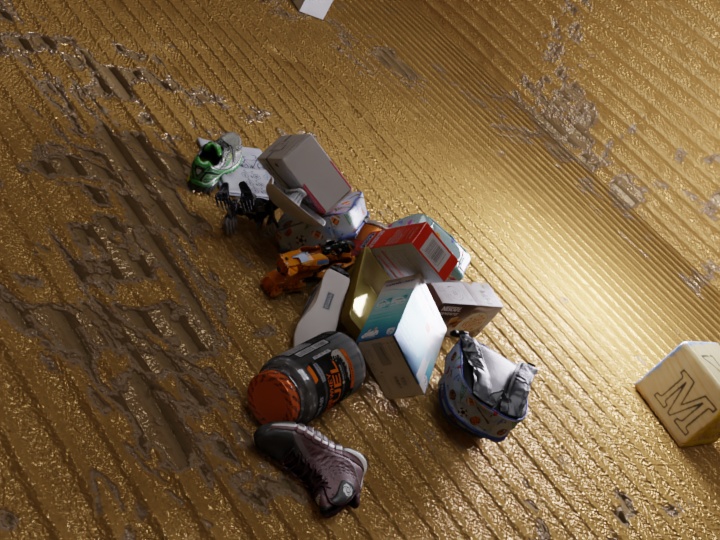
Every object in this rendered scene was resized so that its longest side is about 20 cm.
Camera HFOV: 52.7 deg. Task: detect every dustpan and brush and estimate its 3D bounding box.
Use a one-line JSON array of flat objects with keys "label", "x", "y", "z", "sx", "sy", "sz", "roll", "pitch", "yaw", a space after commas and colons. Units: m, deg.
[{"label": "dustpan and brush", "x": -0.147, "y": -0.150, "z": 1.486, "sx": 0.139, "sy": 0.057, "sz": 0.200, "roll": 39, "pitch": -14, "yaw": -23}]

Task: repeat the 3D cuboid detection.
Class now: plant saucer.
[{"label": "plant saucer", "x": 0.025, "y": 0.088, "z": 1.457, "sx": 0.200, "sy": 0.048, "sz": 0.200, "roll": 54, "pitch": 31, "yaw": -33}]

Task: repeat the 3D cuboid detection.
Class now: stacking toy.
[{"label": "stacking toy", "x": 0.000, "y": 0.000, "z": 1.587, "sx": 0.146, "sy": 0.146, "sz": 0.200, "roll": 31, "pitch": 50, "yaw": -7}]

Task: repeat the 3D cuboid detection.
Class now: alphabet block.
[{"label": "alphabet block", "x": 0.891, "y": 0.323, "z": 1.912, "sx": 0.195, "sy": 0.197, "sz": 0.200, "roll": 5, "pitch": 43, "yaw": -37}]

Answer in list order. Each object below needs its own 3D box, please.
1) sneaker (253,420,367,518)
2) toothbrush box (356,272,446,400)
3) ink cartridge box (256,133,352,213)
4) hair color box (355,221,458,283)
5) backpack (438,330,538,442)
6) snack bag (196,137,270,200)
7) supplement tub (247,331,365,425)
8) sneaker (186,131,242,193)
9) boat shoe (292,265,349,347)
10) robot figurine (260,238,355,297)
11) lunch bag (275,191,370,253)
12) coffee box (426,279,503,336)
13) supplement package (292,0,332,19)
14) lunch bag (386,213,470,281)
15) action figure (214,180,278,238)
[{"label": "sneaker", "x": -0.076, "y": 0.314, "z": 1.126, "sx": 0.199, "sy": 0.076, "sz": 0.116, "roll": 25, "pitch": 37, "yaw": -19}, {"label": "toothbrush box", "x": 0.084, "y": 0.124, "z": 1.396, "sx": 0.147, "sy": 0.085, "sz": 0.200, "roll": 63, "pitch": 30, "yaw": -24}, {"label": "ink cartridge box", "x": -0.120, "y": -0.204, "z": 1.522, "sx": 0.147, "sy": 0.083, "sz": 0.200, "roll": 51, "pitch": -12, "yaw": -21}, {"label": "hair color box", "x": 0.092, "y": -0.030, "z": 1.474, "sx": 0.111, "sy": 0.200, "sz": 0.064, "roll": 48, "pitch": 63, "yaw": -21}, {"label": "backpack", "x": 0.242, "y": 0.243, "z": 1.446, "sx": 0.199, "sy": 0.154, "sz": 0.191, "roll": 25, "pitch": 25, "yaw": -5}, {"label": "snack bag", "x": -0.271, "y": -0.238, "z": 1.708, "sx": 0.188, "sy": 0.021, "sz": 0.200, "roll": 2, "pitch": 45, "yaw": -41}, {"label": "supplement tub", "x": -0.090, "y": 0.186, "z": 1.231, "sx": 0.123, "sy": 0.123, "sz": 0.200, "roll": 45, "pitch": 34, "yaw": 15}, {"label": "sneaker", "x": -0.309, "y": -0.252, "z": 1.599, "sx": 0.078, "sy": 0.085, "sz": 0.200, "roll": 24, "pitch": 41, "yaw": -2}, {"label": "boat shoe", "x": -0.079, "y": 0.095, "z": 1.417, "sx": 0.074, "sy": 0.093, "sz": 0.200, "roll": 27, "pitch": 62, "yaw": -2}, {"label": "robot figurine", "x": -0.096, "y": -0.005, "z": 1.469, "sx": 0.200, "sy": 0.145, "sz": 0.058, "roll": -11, "pitch": 65, "yaw": -40}, {"label": "lunch bag", "x": -0.078, "y": -0.106, "z": 1.565, "sx": 0.160, "sy": 0.199, "sz": 0.076, "roll": -59, "pitch": 135, "yaw": -61}, {"label": "coffee box", "x": 0.209, "y": 0.086, "z": 1.652, "sx": 0.199, "sy": 0.114, "sz": 0.080, "roll": 7, "pitch": 42, "yaw": -39}, {"label": "supplement package", "x": -0.198, "y": -1.073, "z": 2.771, "sx": 0.117, "sy": 0.117, "sz": 0.200, "roll": 6, "pitch": 42, "yaw": -40}, {"label": "lunch bag", "x": 0.147, "y": -0.037, "z": 1.695, "sx": 0.200, "sy": 0.160, "sz": 0.077, "roll": 40, "pitch": 55, "yaw": -25}, {"label": "action figure", "x": -0.231, "y": -0.116, "z": 1.504, "sx": 0.200, "sy": 0.118, "sz": 0.103, "roll": 43, "pitch": 46, "yaw": -75}]
